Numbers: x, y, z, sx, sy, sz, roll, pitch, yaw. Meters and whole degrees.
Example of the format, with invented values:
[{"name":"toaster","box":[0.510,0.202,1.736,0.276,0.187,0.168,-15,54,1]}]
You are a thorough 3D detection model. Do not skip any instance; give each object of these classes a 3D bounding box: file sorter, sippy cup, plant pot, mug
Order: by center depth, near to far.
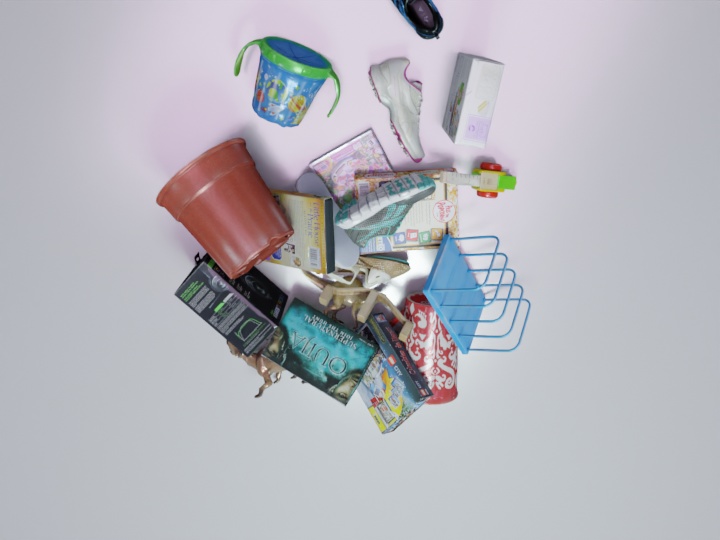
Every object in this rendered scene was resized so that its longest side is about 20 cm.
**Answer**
[{"name":"sippy cup","box":[-0.136,-0.339,1.406,0.178,0.139,0.131,40,121,28]},{"name":"plant pot","box":[-0.235,-0.105,1.413,0.200,0.201,0.196,-38,88,12]},{"name":"file sorter","box":[0.228,0.048,1.456,0.122,0.139,0.200,-1,139,35]},{"name":"mug","box":[0.118,0.152,1.554,0.176,0.133,0.201,3,104,-2]}]

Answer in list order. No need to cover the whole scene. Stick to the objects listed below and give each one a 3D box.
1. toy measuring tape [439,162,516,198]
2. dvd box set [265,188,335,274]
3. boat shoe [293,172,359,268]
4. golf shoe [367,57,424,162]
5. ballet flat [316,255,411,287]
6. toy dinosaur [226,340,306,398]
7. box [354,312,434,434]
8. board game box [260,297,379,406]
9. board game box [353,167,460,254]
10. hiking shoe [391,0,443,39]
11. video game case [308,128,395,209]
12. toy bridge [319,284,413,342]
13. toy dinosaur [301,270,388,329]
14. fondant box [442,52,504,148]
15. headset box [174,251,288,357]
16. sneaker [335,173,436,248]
[{"name":"toy measuring tape","box":[0.215,-0.174,1.457,0.199,0.073,0.074,0,111,-33]},{"name":"dvd box set","box":[-0.135,-0.079,1.475,0.199,0.029,0.147,11,111,36]},{"name":"boat shoe","box":[-0.067,-0.094,1.498,0.073,0.065,0.201,-25,90,-24]},{"name":"golf shoe","box":[0.088,-0.302,1.439,0.091,0.075,0.201,-25,107,5]},{"name":"ballet flat","box":[0.000,0.000,1.533,0.199,0.071,0.066,9,71,5]},{"name":"toy dinosaur","box":[-0.175,0.174,1.589,0.199,0.086,0.136,-15,100,-1]},{"name":"box","box":[0.045,0.205,1.538,0.137,0.038,0.201,-47,63,33]},{"name":"board game box","box":[-0.080,0.160,1.518,0.199,0.028,0.136,28,83,14]},{"name":"board game box","box":[0.091,-0.115,1.491,0.198,0.046,0.153,-3,108,2]},{"name":"hiking shoe","box":[0.082,-0.501,1.367,0.074,0.087,0.200,-42,102,13]},{"name":"video game case","box":[0.007,-0.157,1.513,0.143,0.018,0.201,-28,106,8]},{"name":"toy bridge","box":[0.015,0.070,1.514,0.199,0.067,0.027,24,152,14]},{"name":"toy dinosaur","box":[-0.040,0.057,1.572,0.199,0.058,0.102,17,90,4]},{"name":"fondant box","box":[0.197,-0.307,1.368,0.058,0.200,0.145,10,108,-3]},{"name":"headset box","box":[-0.252,0.043,1.498,0.200,0.174,0.093,42,104,-10]},{"name":"sneaker","box":[0.056,-0.110,1.441,0.199,0.078,0.091,-24,120,12]}]
